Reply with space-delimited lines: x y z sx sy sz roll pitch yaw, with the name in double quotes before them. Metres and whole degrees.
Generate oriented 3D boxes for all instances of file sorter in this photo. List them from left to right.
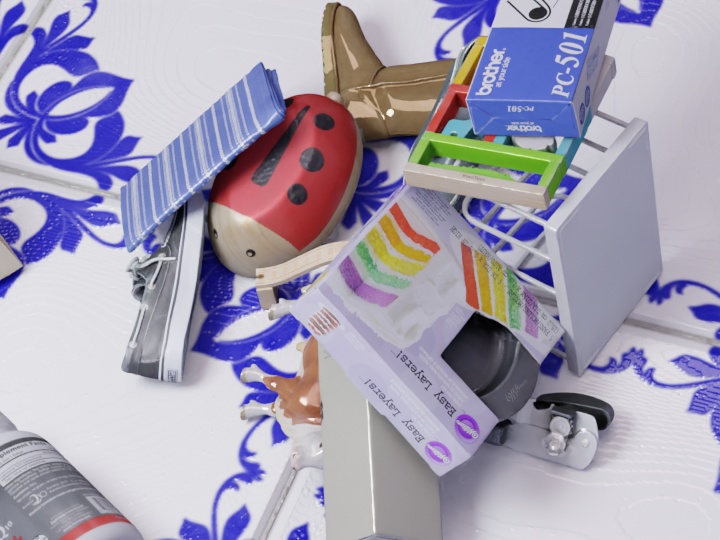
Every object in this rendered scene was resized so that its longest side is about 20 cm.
"file sorter" 0.173 -0.039 1.671 0.124 0.201 0.139 27 61 31

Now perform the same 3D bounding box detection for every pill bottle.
"pill bottle" -0.284 0.209 1.614 0.116 0.116 0.200 -40 56 -19

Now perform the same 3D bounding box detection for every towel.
"towel" -0.150 -0.109 1.807 0.200 0.024 0.145 -41 24 10

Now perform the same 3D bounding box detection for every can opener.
"can opener" 0.119 0.123 1.658 0.199 0.053 0.066 14 22 17

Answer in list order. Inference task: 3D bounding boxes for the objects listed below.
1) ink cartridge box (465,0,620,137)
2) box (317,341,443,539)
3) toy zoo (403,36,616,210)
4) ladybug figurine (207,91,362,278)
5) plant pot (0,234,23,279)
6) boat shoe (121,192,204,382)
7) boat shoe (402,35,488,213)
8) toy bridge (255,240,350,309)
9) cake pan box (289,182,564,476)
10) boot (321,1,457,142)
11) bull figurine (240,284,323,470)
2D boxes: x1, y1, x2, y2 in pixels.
"ink cartridge box" 0.162 -0.199 1.622 0.093 0.044 0.201 4 50 22
"box" 0.016 0.138 1.596 0.068 0.082 0.201 -26 57 44
"toy zoo" 0.135 -0.139 1.621 0.130 0.021 0.201 11 53 25
"ladybug figurine" -0.075 -0.090 1.804 0.135 0.072 0.201 23 76 22
"plant pot" -0.476 -0.055 1.810 0.177 0.200 0.200 -39 56 -4
"boat shoe" -0.186 0.012 1.772 0.068 0.074 0.200 8 63 -2
"boat shoe" 0.088 -0.131 1.802 0.072 0.062 0.201 21 83 11
"toy bridge" 0.000 0.000 1.752 0.199 0.067 0.027 -4 52 7
"cake pan box" 0.061 0.045 1.589 0.200 0.052 0.184 49 49 -5
"boot" 0.064 -0.199 1.896 0.199 0.066 0.176 -6 65 7
"bull figurine" -0.039 0.095 1.688 0.121 0.065 0.201 13 57 19
